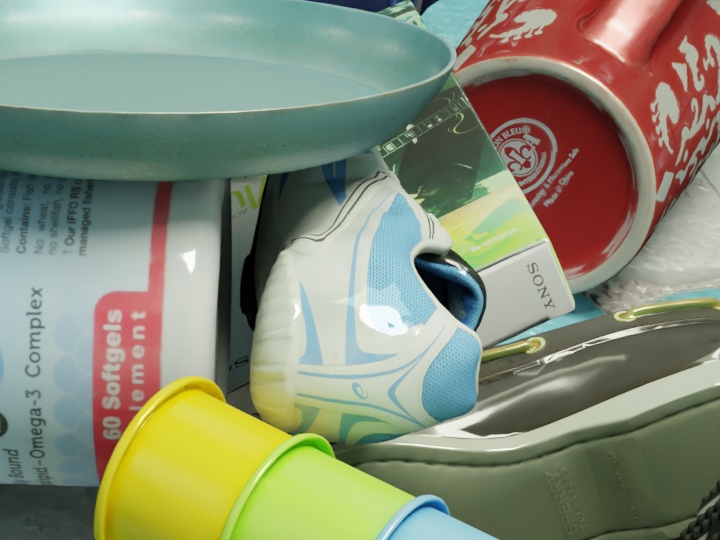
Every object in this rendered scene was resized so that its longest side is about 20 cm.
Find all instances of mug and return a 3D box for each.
[{"bbox_3d":[0.099,-0.098,1.044,0.133,0.178,0.200,9,29,18],"label":"mug"}]

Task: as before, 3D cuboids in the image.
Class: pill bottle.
[{"bbox_3d":[-0.141,0.011,0.753,0.199,0.109,0.109,1,28,0],"label":"pill bottle"}]

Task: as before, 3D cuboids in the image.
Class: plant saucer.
[{"bbox_3d":[-0.070,-0.060,0.762,0.199,0.028,0.200,3,16,-1],"label":"plant saucer"}]

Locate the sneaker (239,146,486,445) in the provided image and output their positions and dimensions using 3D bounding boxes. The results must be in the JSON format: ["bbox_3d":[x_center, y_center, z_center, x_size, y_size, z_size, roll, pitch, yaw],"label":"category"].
[{"bbox_3d":[0.000,0.000,0.764,0.072,0.072,0.200,9,22,-7],"label":"sneaker"}]

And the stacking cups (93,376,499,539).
[{"bbox_3d":[0.024,0.095,0.637,0.199,0.061,0.060,26,28,25],"label":"stacking cups"}]

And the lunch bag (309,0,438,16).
[{"bbox_3d":[-0.023,-0.168,1.085,0.135,0.200,0.133,26,57,12],"label":"lunch bag"}]

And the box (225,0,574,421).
[{"bbox_3d":[-0.017,-0.018,0.888,0.144,0.036,0.200,-26,34,1],"label":"box"}]

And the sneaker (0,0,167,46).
[{"bbox_3d":[-0.101,-0.131,0.909,0.075,0.201,0.114,28,-2,-27],"label":"sneaker"}]

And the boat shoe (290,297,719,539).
[{"bbox_3d":[0.041,0.059,0.766,0.200,0.072,0.061,-13,33,1],"label":"boat shoe"}]

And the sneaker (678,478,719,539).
[{"bbox_3d":[0.121,0.133,0.673,0.080,0.074,0.201,21,61,-9],"label":"sneaker"}]

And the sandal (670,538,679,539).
[{"bbox_3d":[0.104,0.061,0.834,0.079,0.058,0.201,2,21,-11],"label":"sandal"}]
